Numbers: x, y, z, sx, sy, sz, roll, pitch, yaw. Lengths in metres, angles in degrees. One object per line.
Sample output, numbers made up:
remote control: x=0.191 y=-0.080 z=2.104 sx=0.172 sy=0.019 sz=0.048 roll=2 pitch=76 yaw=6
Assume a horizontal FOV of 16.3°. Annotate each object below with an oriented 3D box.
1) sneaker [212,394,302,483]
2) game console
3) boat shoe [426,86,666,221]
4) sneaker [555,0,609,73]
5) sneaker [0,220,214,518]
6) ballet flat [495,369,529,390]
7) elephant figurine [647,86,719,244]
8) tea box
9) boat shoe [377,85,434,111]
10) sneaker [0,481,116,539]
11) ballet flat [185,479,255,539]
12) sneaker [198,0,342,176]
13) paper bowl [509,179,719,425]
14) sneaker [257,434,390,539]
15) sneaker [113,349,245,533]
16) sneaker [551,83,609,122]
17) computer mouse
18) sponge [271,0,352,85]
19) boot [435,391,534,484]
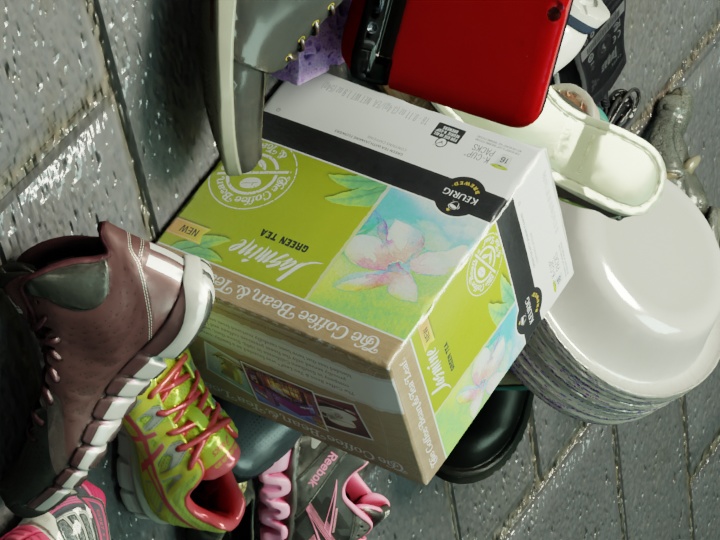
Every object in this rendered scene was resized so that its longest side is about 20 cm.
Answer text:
sneaker: x=-0.033 y=0.061 z=1.723 sx=0.075 sy=0.087 sz=0.200 roll=50 pitch=51 yaw=-17
game console: x=0.070 y=-0.207 z=1.583 sx=0.172 sy=0.118 sz=0.201 roll=-111 pitch=-144 yaw=-78
boat shoe: x=0.109 y=-0.096 z=1.684 sx=0.201 sy=0.061 sz=0.072 roll=32 pitch=79 yaw=-17
sneaker: x=0.111 y=-0.192 z=1.780 sx=0.081 sy=0.076 sz=0.200 roll=-56 pitch=-162 yaw=17
sneaker: x=-0.185 y=0.048 z=1.506 sx=0.115 sy=0.076 sz=0.200 roll=32 pitch=106 yaw=-24
ballet flat: x=0.082 y=0.065 z=1.891 sx=0.198 sy=0.070 sz=0.070 roll=-5 pitch=122 yaw=-10
elephant figurine: x=0.265 y=-0.031 z=2.167 sx=0.155 sy=0.141 sz=0.200 roll=-54 pitch=-179 yaw=36
tea box: x=0.000 y=0.000 z=1.641 sx=0.197 sy=0.199 sz=0.134 roll=-54 pitch=148 yaw=-27
boat shoe: x=0.066 y=-0.133 z=1.814 sx=0.199 sy=0.064 sz=0.072 roll=25 pitch=99 yaw=-45
sneaker: x=-0.169 y=0.221 z=1.616 sx=0.075 sy=0.080 sz=0.201 roll=-50 pitch=145 yaw=-34
ballet flat: x=-0.087 y=0.208 z=1.770 sx=0.066 sy=0.057 sz=0.201 roll=-37 pitch=138 yaw=-45
sneaker: x=-0.042 y=-0.152 z=1.553 sx=0.105 sy=0.075 sz=0.201 roll=-4 pitch=118 yaw=-12
paper bowl: x=0.188 y=0.004 z=1.856 sx=0.200 sy=0.201 sz=0.104 roll=-38 pitch=-179 yaw=-44
sneaker: x=-0.026 y=0.189 z=1.808 sx=0.079 sy=0.095 sz=0.201 roll=-93 pitch=-177 yaw=-56
sneaker: x=-0.116 y=0.093 z=1.615 sx=0.078 sy=0.090 sz=0.201 roll=-48 pitch=143 yaw=-30
sneaker: x=0.087 y=-0.060 z=1.787 sx=0.080 sy=0.199 sz=0.072 roll=45 pitch=27 yaw=-57
computer mouse: x=0.162 y=-0.145 z=1.996 sx=0.141 sy=0.046 sz=0.200 roll=-53 pitch=152 yaw=-20
sponge: x=-0.014 y=-0.232 z=1.646 sx=0.111 sy=0.030 sz=0.201 roll=-30 pitch=133 yaw=-50
boot: x=0.097 y=0.044 z=1.958 sx=0.158 sy=0.079 sz=0.212 roll=73 pitch=38 yaw=-55
